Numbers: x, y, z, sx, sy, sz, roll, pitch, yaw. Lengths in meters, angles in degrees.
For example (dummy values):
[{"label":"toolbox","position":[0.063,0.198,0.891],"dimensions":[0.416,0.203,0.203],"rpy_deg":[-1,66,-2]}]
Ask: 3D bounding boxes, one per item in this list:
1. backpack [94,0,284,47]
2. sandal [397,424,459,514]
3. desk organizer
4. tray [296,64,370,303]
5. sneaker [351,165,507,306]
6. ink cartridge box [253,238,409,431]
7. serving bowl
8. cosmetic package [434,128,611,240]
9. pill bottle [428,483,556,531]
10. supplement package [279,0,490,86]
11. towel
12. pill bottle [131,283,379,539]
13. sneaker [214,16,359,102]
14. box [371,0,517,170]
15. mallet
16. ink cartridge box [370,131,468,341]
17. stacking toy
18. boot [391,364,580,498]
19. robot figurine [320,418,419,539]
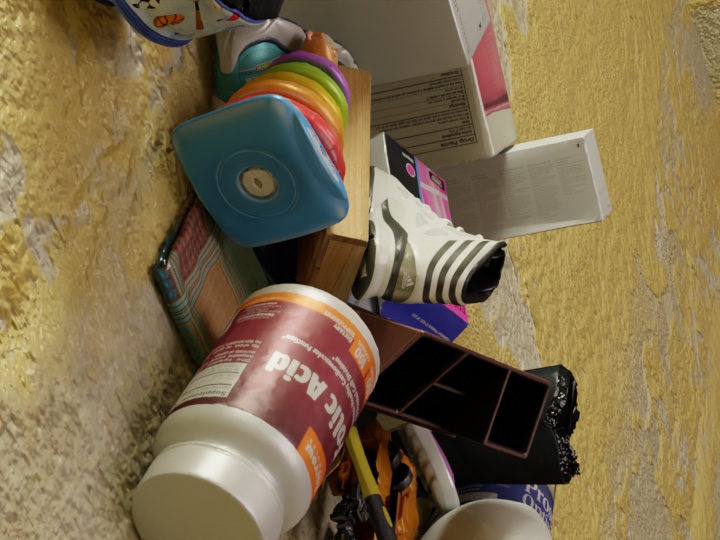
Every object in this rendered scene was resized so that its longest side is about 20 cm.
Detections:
[{"label":"backpack","position":[-0.130,-0.249,1.373],"dimensions":[0.200,0.154,0.191],"rpy_deg":[17,56,-61]},{"label":"sandal","position":[0.051,0.112,1.763],"dimensions":[0.082,0.050,0.203],"rpy_deg":[96,-27,-75]},{"label":"desk organizer","position":[0.060,0.088,1.572],"dimensions":[0.200,0.077,0.072],"rpy_deg":[23,85,-53]},{"label":"tray","position":[-0.022,-0.059,1.581],"dimensions":[0.200,0.037,0.099],"rpy_deg":[-88,-166,-47]},{"label":"sneaker","position":[0.051,-0.016,1.583],"dimensions":[0.201,0.115,0.076],"rpy_deg":[-96,-160,-68]},{"label":"ink cartridge box","position":[0.000,0.000,1.685],"dimensions":[0.200,0.043,0.197],"rpy_deg":[54,28,-22]},{"label":"serving bowl","position":[0.076,0.277,1.663],"dimensions":[0.066,0.200,0.201],"rpy_deg":[22,51,-23]},{"label":"cosmetic package","position":[0.128,-0.072,1.909],"dimensions":[0.051,0.199,0.083],"rpy_deg":[-42,119,-66]},{"label":"pill bottle","position":[0.123,0.217,1.878],"dimensions":[0.200,0.112,0.112],"rpy_deg":[-75,148,-49]},{"label":"supplement package","position":[0.004,-0.269,1.737],"dimensions":[0.111,0.155,0.200],"rpy_deg":[-63,139,-59]},{"label":"towel","position":[-0.092,0.040,1.517],"dimensions":[0.147,0.022,0.200],"rpy_deg":[-72,146,-54]},{"label":"pill bottle","position":[-0.071,0.109,1.383],"dimensions":[0.200,0.114,0.114],"rpy_deg":[-60,136,-48]},{"label":"sneaker","position":[-0.066,-0.156,1.645],"dimensions":[0.200,0.077,0.080],"rpy_deg":[11,89,-64]},{"label":"box","position":[0.055,-0.196,1.880],"dimensions":[0.109,0.128,0.201],"rpy_deg":[-37,115,-69]},{"label":"mallet","position":[0.012,0.168,1.561],"dimensions":[0.066,0.041,0.200],"rpy_deg":[13,49,-59]},{"label":"ink cartridge box","position":[0.045,-0.012,1.695],"dimensions":[0.095,0.037,0.200],"rpy_deg":[36,39,-45]},{"label":"stacking toy","position":[-0.048,-0.120,1.525],"dimensions":[0.116,0.110,0.200],"rpy_deg":[60,31,-26]},{"label":"boot","position":[0.109,0.101,1.818],"dimensions":[0.076,0.168,0.201],"rpy_deg":[32,50,-66]},{"label":"robot figurine","position":[0.005,0.207,1.641],"dimensions":[0.200,0.058,0.145],"rpy_deg":[-80,151,-46]}]
